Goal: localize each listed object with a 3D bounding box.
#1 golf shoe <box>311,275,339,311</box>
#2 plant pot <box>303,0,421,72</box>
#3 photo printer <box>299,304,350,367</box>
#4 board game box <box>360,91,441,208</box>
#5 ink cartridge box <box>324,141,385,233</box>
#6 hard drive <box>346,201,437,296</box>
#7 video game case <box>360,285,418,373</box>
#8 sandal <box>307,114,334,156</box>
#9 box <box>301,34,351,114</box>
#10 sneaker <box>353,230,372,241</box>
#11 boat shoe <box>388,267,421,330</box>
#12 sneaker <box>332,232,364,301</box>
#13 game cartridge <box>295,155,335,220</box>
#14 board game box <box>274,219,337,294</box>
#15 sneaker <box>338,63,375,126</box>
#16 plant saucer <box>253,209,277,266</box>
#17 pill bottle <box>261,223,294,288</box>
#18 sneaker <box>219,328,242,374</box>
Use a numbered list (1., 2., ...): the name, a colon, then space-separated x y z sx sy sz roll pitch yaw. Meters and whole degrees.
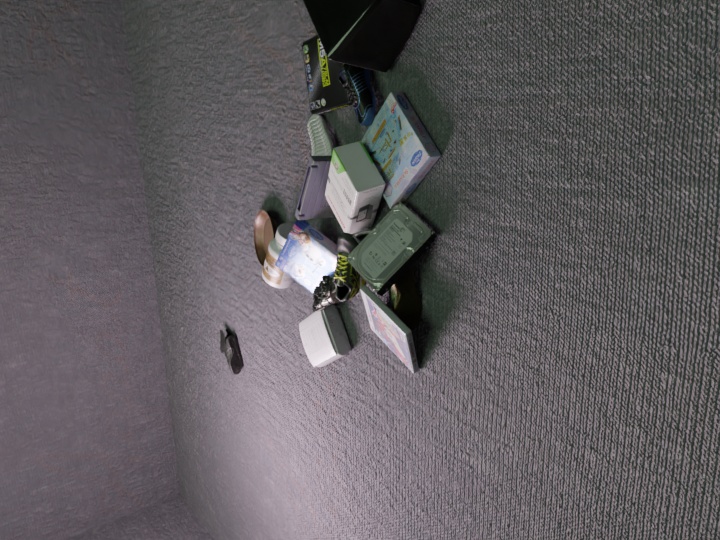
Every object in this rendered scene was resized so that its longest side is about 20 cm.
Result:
1. golf shoe: -0.087 0.076 1.738 0.200 0.094 0.078 135 139 -66
2. plant pot: 0.015 -0.597 1.344 0.177 0.200 0.200 -35 71 42
3. photo printer: -0.120 0.212 1.875 0.200 0.069 0.167 -37 69 53
4. board game box: 0.087 -0.291 1.454 0.200 0.041 0.200 64 143 19
5. ink cartridge box: -0.019 -0.210 1.549 0.146 0.084 0.200 62 159 22
6. hard drive: 0.074 -0.055 1.452 0.200 0.038 0.140 -45 56 6
7. video game case: 0.076 0.154 1.558 0.200 0.023 0.182 44 160 38
8. sandal: -0.101 -0.359 1.697 0.082 0.050 0.203 -27 65 39
9. box: -0.082 -0.538 1.612 0.193 0.047 0.201 8 107 56
10. sneaker: 0.000 -0.074 1.588 0.200 0.071 0.073 -16 70 43
11. boat shoe: 0.109 0.058 1.517 0.065 0.073 0.200 -123 25 -66
12. sneaker: -0.032 -0.003 1.547 0.074 0.085 0.200 14 129 29
13. game cartridge: -0.102 -0.230 1.661 0.038 0.129 0.200 52 138 34
14. board game box: -0.141 -0.027 1.779 0.199 0.043 0.200 36 135 4
15. sneaker: -0.014 -0.458 1.488 0.070 0.078 0.201 -24 70 59
16. plant saucer: -0.322 -0.111 2.071 0.200 0.037 0.201 12 104 60
17. pill bottle: -0.247 -0.049 1.934 0.114 0.114 0.200 52 137 32
18. sneaker: -0.557 0.345 2.543 0.104 0.060 0.200 -17 81 54
